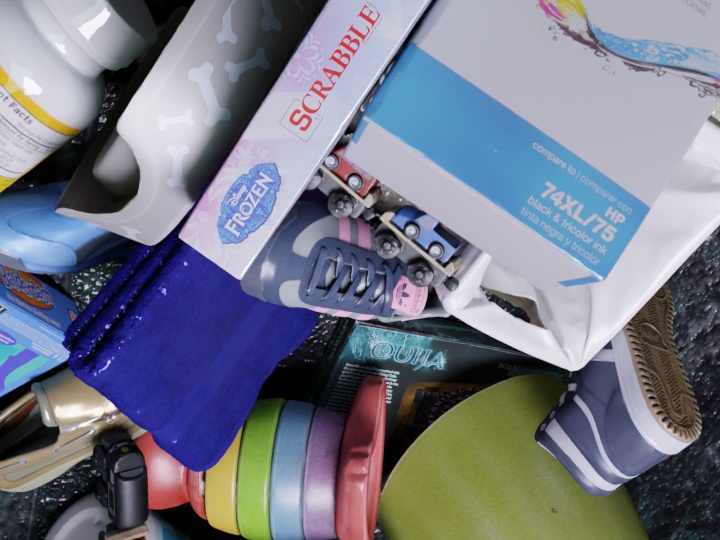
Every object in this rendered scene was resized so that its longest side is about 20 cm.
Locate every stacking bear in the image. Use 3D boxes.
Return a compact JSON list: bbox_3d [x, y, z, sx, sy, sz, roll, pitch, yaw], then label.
[{"bbox_3d":[-0.086,0.142,0.993,0.198,0.122,0.115,5,124,6],"label":"stacking bear"}]

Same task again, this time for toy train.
[{"bbox_3d":[-0.162,0.211,0.952,0.034,0.046,0.202,-14,115,-32],"label":"toy train"},{"bbox_3d":[-0.008,-0.061,0.857,0.200,0.034,0.046,41,107,3],"label":"toy train"}]

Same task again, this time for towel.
[{"bbox_3d":[-0.107,0.038,0.873,0.148,0.049,0.200,-55,155,-12],"label":"towel"}]

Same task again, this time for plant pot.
[{"bbox_3d":[0.143,0.214,1.015,0.186,0.200,0.188,-23,140,-21],"label":"plant pot"}]

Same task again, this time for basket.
[{"bbox_3d":[0.145,-0.056,0.911,0.135,0.124,0.200,26,117,-31],"label":"basket"}]

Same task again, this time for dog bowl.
[{"bbox_3d":[-0.094,-0.102,0.752,0.058,0.200,0.200,33,114,-14],"label":"dog bowl"}]

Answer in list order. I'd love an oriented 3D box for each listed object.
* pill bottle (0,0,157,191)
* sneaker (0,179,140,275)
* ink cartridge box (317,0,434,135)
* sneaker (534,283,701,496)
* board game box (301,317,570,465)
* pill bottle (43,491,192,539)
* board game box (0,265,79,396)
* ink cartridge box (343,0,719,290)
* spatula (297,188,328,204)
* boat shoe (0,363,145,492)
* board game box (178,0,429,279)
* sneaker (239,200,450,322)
[{"bbox_3d":[-0.219,-0.107,0.773,0.199,0.113,0.113,-34,128,12],"label":"pill bottle"},{"bbox_3d":[-0.151,-0.045,0.856,0.199,0.066,0.079,-2,134,-33],"label":"sneaker"},{"bbox_3d":[0.019,-0.186,0.825,0.093,0.044,0.201,-13,129,-8],"label":"ink cartridge box"},{"bbox_3d":[0.176,0.069,0.978,0.070,0.201,0.109,24,129,-24],"label":"sneaker"},{"bbox_3d":[0.058,0.100,1.067,0.198,0.028,0.136,12,122,-23],"label":"board game box"},{"bbox_3d":[-0.160,0.268,1.081,0.110,0.111,0.200,-34,129,11],"label":"pill bottle"},{"bbox_3d":[-0.301,0.060,0.884,0.199,0.045,0.152,-28,156,6],"label":"board game box"},{"bbox_3d":[0.107,-0.113,0.722,0.145,0.147,0.201,34,86,-2],"label":"ink cartridge box"},{"bbox_3d":[-0.072,-0.010,0.950,0.056,0.021,0.201,19,120,-29],"label":"spatula"},{"bbox_3d":[-0.200,0.095,0.947,0.200,0.072,0.076,-37,156,13],"label":"boat shoe"},{"bbox_3d":[-0.007,-0.113,0.716,0.041,0.200,0.200,34,110,-4],"label":"board game box"},{"bbox_3d":[0.000,0.000,0.883,0.200,0.082,0.071,0,113,-61],"label":"sneaker"}]
